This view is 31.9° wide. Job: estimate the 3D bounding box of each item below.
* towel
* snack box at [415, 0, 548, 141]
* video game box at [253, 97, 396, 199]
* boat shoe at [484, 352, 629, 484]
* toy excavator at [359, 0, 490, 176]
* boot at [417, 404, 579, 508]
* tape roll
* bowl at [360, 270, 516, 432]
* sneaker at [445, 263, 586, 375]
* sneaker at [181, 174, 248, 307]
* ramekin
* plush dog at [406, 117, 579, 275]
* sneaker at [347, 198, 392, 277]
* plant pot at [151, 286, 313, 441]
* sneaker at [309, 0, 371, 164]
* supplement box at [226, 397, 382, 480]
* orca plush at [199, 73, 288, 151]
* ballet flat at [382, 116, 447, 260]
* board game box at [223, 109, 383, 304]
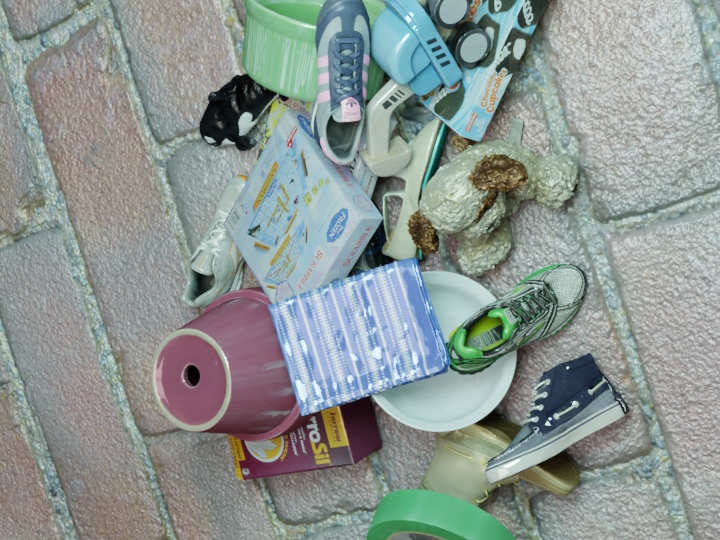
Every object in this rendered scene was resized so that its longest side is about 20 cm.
[{"bbox_3d":[-0.002,0.081,1.524,0.197,0.024,0.147,-18,87,10],"label":"towel"},{"bbox_3d":[0.145,-0.270,1.498,0.116,0.037,0.202,48,119,50],"label":"snack box"},{"bbox_3d":[-0.054,-0.147,1.630,0.199,0.046,0.184,35,113,41],"label":"video game box"},{"bbox_3d":[0.221,0.177,1.527,0.094,0.198,0.075,62,162,10],"label":"boat shoe"},{"bbox_3d":[0.052,-0.232,1.478,0.199,0.195,0.100,-38,44,1],"label":"toy excavator"},{"bbox_3d":[0.172,0.275,1.619,0.198,0.073,0.157,26,113,20],"label":"boot"},{"bbox_3d":[0.107,0.359,1.624,0.198,0.049,0.202,16,143,12],"label":"tape roll"},{"bbox_3d":[0.092,0.108,1.595,0.198,0.090,0.204,1,76,-4],"label":"bowl"},{"bbox_3d":[0.193,0.059,1.521,0.199,0.085,0.078,-35,83,-9],"label":"sneaker"},{"bbox_3d":[-0.192,-0.033,1.741,0.075,0.092,0.203,24,111,21],"label":"sneaker"},{"bbox_3d":[-0.053,-0.282,1.558,0.198,0.199,0.099,25,119,22],"label":"ramekin"},{"bbox_3d":[0.138,-0.096,1.501,0.200,0.171,0.161,-43,79,29],"label":"plush dog"},{"bbox_3d":[0.000,0.000,1.652,0.076,0.076,0.203,-5,97,25],"label":"sneaker"},{"bbox_3d":[-0.167,0.129,1.622,0.197,0.178,0.203,3,96,29],"label":"plant pot"},{"bbox_3d":[-0.015,-0.215,1.444,0.082,0.069,0.202,-115,22,-49],"label":"sneaker"},{"bbox_3d":[-0.083,0.215,1.738,0.198,0.085,0.112,-13,94,30],"label":"supplement box"},{"bbox_3d":[-0.166,-0.216,1.671,0.199,0.070,0.107,-4,85,50],"label":"orca plush"},{"bbox_3d":[0.062,-0.103,1.588,0.069,0.069,0.203,20,117,23],"label":"ballet flat"},{"bbox_3d":[-0.078,-0.062,1.595,0.200,0.041,0.201,56,129,30],"label":"board game box"}]
